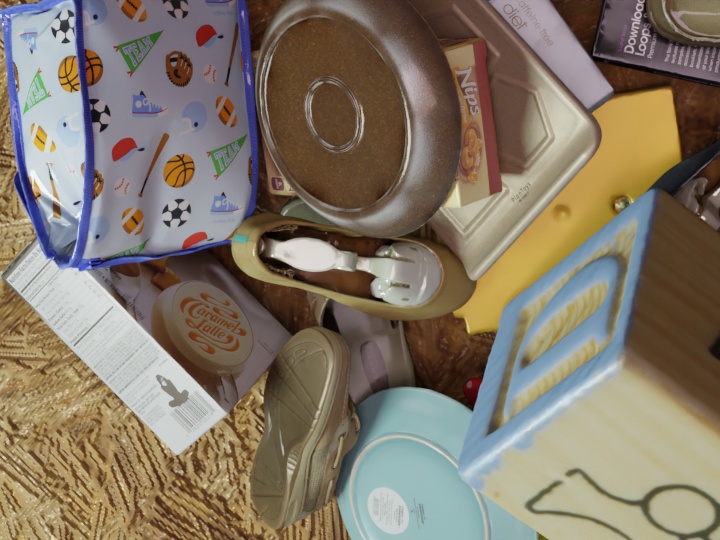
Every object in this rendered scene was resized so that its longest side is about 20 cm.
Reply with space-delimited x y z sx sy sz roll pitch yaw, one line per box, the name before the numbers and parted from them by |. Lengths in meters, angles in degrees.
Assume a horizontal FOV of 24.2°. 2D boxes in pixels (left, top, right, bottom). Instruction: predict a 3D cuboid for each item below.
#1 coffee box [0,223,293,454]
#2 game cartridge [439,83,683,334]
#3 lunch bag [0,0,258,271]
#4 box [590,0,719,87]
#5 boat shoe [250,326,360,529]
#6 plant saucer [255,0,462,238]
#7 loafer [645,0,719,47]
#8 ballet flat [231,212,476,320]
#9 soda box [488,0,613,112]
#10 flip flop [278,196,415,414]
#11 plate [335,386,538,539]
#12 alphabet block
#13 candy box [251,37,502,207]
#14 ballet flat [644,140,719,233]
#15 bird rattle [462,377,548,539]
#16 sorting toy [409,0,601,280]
coffee box | -0.167 0.029 1.330 0.200 0.114 0.080 46 130 -4
game cartridge | 0.161 -0.047 1.338 0.200 0.032 0.177 -8 100 9
lunch bag | -0.171 -0.107 1.270 0.124 0.170 0.200 -3 97 49
box | 0.286 -0.210 1.280 0.200 0.036 0.143 13 91 2
boat shoe | -0.037 0.121 1.343 0.071 0.064 0.200 51 138 35
plant saucer | -0.012 -0.116 1.223 0.200 0.032 0.200 19 118 38
loafer | 0.310 -0.207 1.227 0.200 0.067 0.076 -7 90 3
ballet flat | 0.000 0.000 1.291 0.200 0.063 0.069 8 88 -13
soda box | 0.109 -0.196 1.280 0.068 0.064 0.200 -36 87 8
flip flop | -0.009 0.032 1.352 0.081 0.058 0.200 -16 100 10
plate | 0.051 0.191 1.342 0.200 0.026 0.200 15 116 33
alphabet block | 0.218 0.098 1.230 0.200 0.197 0.195 36 134 -13
candy box | 0.009 -0.113 1.266 0.200 0.055 0.116 7 111 43
ballet flat | 0.272 -0.061 1.259 0.200 0.073 0.073 -41 95 20
bird rattle | 0.112 0.186 1.354 0.163 0.113 0.200 -24 95 26
sorting toy | 0.076 -0.118 1.268 0.200 0.036 0.185 52 136 12
